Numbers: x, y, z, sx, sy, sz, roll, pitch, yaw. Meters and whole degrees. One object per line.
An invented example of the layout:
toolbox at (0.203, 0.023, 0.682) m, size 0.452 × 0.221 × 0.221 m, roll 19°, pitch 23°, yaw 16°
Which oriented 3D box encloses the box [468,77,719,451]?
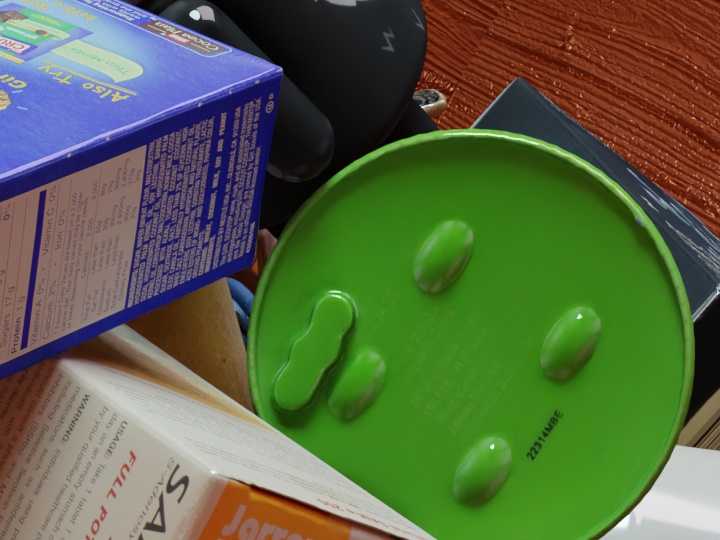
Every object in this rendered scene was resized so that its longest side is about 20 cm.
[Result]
box at (0.125, 0.028, 1.321) m, size 0.148 × 0.107 × 0.200 m, roll 34°, pitch 11°, yaw -39°

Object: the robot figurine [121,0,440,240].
robot figurine at (-0.054, -0.094, 1.008) m, size 0.150 × 0.125 × 0.200 m, roll 1°, pitch -36°, yaw 47°

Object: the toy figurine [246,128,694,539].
toy figurine at (0.031, 0.052, 1.042) m, size 0.150 × 0.200 × 0.184 m, roll 33°, pitch 2°, yaw 6°

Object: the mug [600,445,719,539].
mug at (0.107, 0.139, 1.143) m, size 0.153 × 0.150 × 0.187 m, roll 18°, pitch -31°, yaw -29°

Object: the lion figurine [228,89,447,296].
lion figurine at (0.000, 0.000, 1.161) m, size 0.072 × 0.123 × 0.200 m, roll 13°, pitch 34°, yaw 33°

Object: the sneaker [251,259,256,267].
sneaker at (-0.070, -0.007, 1.481) m, size 0.077 × 0.146 × 0.202 m, roll 29°, pitch 1°, yaw 22°

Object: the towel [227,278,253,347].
towel at (-0.009, 0.072, 1.278) m, size 0.200 × 0.024 × 0.147 m, roll 52°, pitch -5°, yaw -19°

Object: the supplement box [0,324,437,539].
supplement box at (-0.081, 0.065, 0.900) m, size 0.200 × 0.074 × 0.126 m, roll 31°, pitch 4°, yaw 42°

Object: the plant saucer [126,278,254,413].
plant saucer at (-0.091, -0.015, 1.163) m, size 0.048 × 0.200 × 0.200 m, roll -16°, pitch 14°, yaw -9°

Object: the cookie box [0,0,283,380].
cookie box at (-0.152, -0.033, 0.857) m, size 0.171 × 0.075 × 0.200 m, roll 24°, pitch 30°, yaw 30°
